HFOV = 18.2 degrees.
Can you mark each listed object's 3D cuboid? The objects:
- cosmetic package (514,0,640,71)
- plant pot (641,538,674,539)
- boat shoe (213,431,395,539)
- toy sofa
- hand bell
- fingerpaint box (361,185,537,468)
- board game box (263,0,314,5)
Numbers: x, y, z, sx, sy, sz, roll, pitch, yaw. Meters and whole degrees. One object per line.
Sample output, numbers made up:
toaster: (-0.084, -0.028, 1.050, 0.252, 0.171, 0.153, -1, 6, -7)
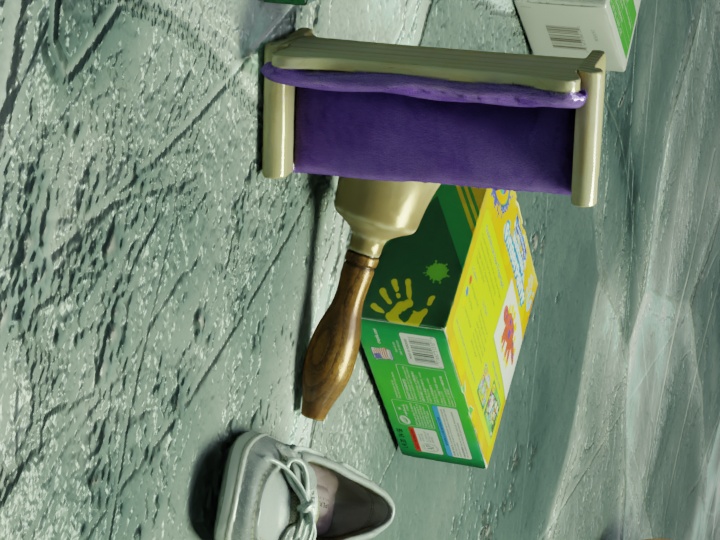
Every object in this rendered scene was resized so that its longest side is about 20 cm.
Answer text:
cosmetic package: (0.197, -0.282, 1.912, 0.108, 0.085, 0.200, 58, 44, -60)
plant pot: (0.325, 0.411, 2.439, 0.200, 0.200, 0.140, -63, 171, -46)
boat shoe: (-0.036, 0.142, 1.375, 0.202, 0.065, 0.075, 29, 69, -71)
toy sofa: (0.042, -0.087, 1.313, 0.098, 0.199, 0.083, -53, 146, -69)
hand bell: (0.000, 0.000, 1.437, 0.104, 0.104, 0.200, -8, 116, -72)
fingerpaint box: (0.064, 0.020, 1.628, 0.200, 0.073, 0.167, 70, 33, -56)
board game box: (-0.011, -0.245, 1.367, 0.200, 0.029, 0.135, -42, 137, -64)
